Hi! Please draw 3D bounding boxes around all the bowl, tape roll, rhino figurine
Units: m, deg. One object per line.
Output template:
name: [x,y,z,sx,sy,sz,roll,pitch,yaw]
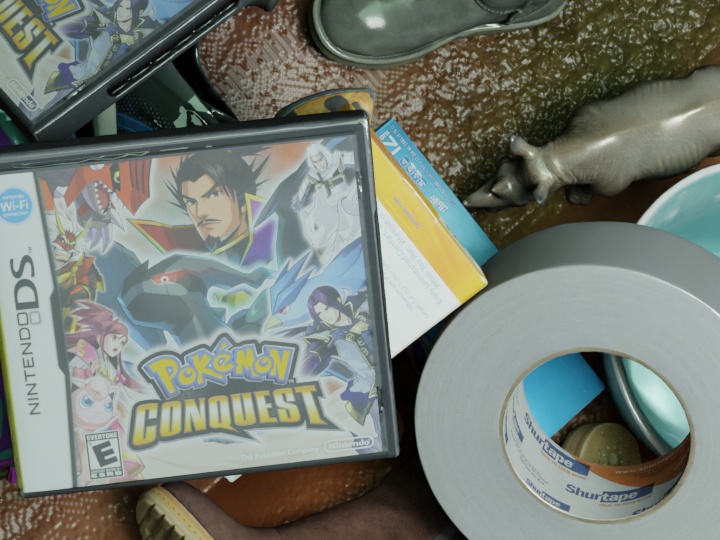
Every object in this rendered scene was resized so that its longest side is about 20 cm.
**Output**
bowl: [0.220,0.043,1.536,0.200,0.105,0.201,3,80,-17]
tape roll: [0.133,0.076,1.417,0.200,0.066,0.201,5,115,11]
rhino figurine: [0.146,-0.073,1.540,0.200,0.087,0.060,-19,87,-19]

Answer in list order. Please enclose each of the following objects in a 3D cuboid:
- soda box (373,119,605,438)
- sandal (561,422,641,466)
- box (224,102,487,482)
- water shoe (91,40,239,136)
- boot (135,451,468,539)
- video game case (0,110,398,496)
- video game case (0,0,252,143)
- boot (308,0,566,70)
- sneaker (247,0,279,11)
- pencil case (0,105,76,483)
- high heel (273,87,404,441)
soda box: [0.048,0.014,1.509,0.068,0.064,0.200,-40,94,-18]
sandal: [0.144,0.191,1.499,0.077,0.070,0.212,15,76,-35]
box: [-0.047,0.019,1.388,0.200,0.041,0.119,-37,104,8]
water shoe: [-0.103,-0.061,1.457,0.079,0.071,0.201,-13,84,17]
boot: [-0.014,0.154,1.480,0.200,0.072,0.166,46,60,-5]
video game case: [-0.087,0.018,1.344,0.199,0.026,0.181,-6,103,-2]
video game case: [-0.158,-0.181,1.430,0.181,0.026,0.200,-37,59,-11]
boot: [0.077,-0.182,1.476,0.181,0.200,0.073,-18,87,-19]
sneaker: [-0.098,-0.245,1.503,0.090,0.076,0.201,-8,80,-8]
pencil case: [-0.181,0.010,1.428,0.085,0.092,0.201,-4,78,-49]
high heel: [0.000,0.000,1.446,0.143,0.071,0.200,-42,117,2]
